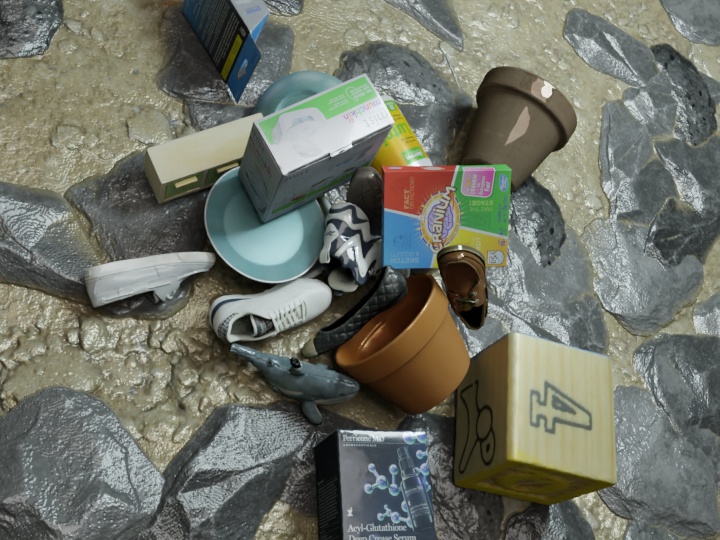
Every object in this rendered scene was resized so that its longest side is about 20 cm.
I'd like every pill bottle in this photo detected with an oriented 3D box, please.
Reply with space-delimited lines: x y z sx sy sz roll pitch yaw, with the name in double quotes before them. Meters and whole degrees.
"pill bottle" 0.058 -0.189 1.542 0.110 0.111 0.202 -25 80 -31

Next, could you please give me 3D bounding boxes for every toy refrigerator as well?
"toy refrigerator" -0.237 -0.176 1.413 0.197 0.076 0.071 -22 77 -24

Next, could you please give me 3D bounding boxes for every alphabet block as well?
"alphabet block" 0.270 0.238 1.402 0.192 0.196 0.204 14 63 -15

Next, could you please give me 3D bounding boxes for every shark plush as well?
"shark plush" -0.098 0.144 1.340 0.198 0.083 0.092 35 61 -5

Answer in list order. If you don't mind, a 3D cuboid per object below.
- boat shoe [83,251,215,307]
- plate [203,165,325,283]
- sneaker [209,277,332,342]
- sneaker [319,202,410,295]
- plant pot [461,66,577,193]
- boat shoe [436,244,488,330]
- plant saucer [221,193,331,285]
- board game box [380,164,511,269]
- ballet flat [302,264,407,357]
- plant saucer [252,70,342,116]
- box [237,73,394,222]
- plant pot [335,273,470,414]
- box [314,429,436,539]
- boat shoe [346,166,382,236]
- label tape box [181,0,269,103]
"boat shoe" -0.306 0.013 1.319 0.197 0.071 0.070 -11 93 -34
"plate" -0.149 -0.071 1.389 0.196 0.026 0.205 10 64 -20
"sneaker" -0.128 0.068 1.350 0.196 0.080 0.078 -16 112 -21
"sneaker" 0.000 0.000 1.427 0.200 0.078 0.132 49 54 -43
"plant pot" 0.274 -0.241 1.631 0.198 0.200 0.177 34 75 -6
"boat shoe" 0.166 0.029 1.367 0.070 0.200 0.069 -12 62 16
"plant saucer" -0.134 -0.065 1.437 0.196 0.050 0.205 10 64 -21
"board game box" 0.130 -0.082 1.374 0.195 0.040 0.157 -2 107 -4
"ballet flat" -0.014 0.065 1.381 0.199 0.067 0.057 -38 106 7
"plant saucer" -0.092 -0.242 1.486 0.196 0.039 0.206 -1 82 4
"box" -0.070 -0.180 1.340 0.197 0.177 0.098 -28 80 -22
"plant pot" 0.077 0.124 1.376 0.141 0.199 0.201 49 57 -15
"box" 0.020 0.343 1.293 0.145 0.107 0.204 5 65 -21
"boat shoe" 0.020 -0.109 1.458 0.073 0.201 0.075 -4 57 9
"label tape box" -0.213 -0.410 1.500 0.063 0.144 0.202 -26 80 -33
